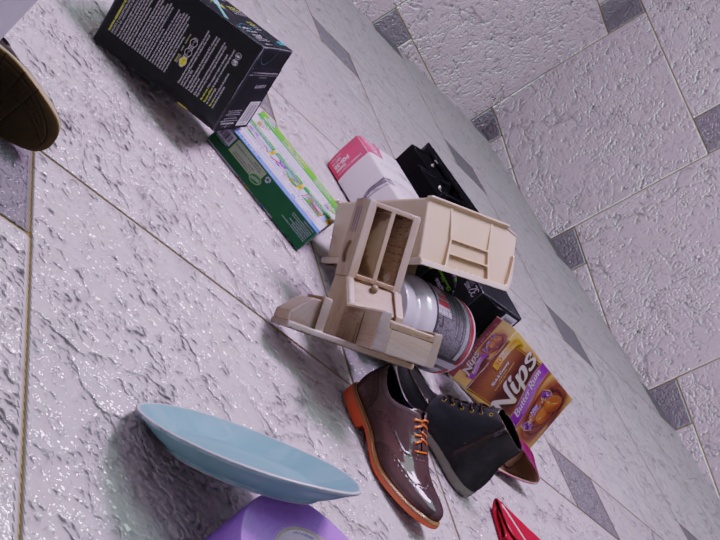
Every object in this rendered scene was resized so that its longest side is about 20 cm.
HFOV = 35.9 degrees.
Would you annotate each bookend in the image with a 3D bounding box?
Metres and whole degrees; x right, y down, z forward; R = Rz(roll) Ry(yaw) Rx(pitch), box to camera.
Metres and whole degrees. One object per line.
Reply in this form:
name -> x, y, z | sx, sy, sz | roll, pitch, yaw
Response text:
bookend -> 0.129, -0.183, 2.312 | 0.201, 0.092, 0.198 | 57, 17, 21

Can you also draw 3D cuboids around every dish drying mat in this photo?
dish drying mat -> 0.246, 0.388, 1.504 | 0.200, 0.018, 0.077 | 44, 16, -26

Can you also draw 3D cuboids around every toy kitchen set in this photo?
toy kitchen set -> 0.000, 0.000, 1.292 | 0.161, 0.184, 0.200 | 19, -4, -20

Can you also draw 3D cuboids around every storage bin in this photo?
storage bin -> 0.086, -0.033, 1.568 | 0.197, 0.198, 0.096 | 17, 78, -42

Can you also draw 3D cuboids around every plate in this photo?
plate -> -0.094, 0.154, 0.909 | 0.197, 0.026, 0.200 | 22, -2, 1

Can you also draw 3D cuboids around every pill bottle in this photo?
pill bottle -> 0.071, 0.069, 1.538 | 0.199, 0.115, 0.117 | 27, 28, -57

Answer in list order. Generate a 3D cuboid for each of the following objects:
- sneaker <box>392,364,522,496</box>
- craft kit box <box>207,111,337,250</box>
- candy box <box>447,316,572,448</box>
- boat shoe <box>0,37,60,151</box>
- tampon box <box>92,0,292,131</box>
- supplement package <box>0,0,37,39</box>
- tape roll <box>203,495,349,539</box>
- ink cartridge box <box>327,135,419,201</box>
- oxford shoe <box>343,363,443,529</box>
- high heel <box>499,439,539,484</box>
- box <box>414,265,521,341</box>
sneaker -> 0.128, 0.183, 1.461 | 0.201, 0.106, 0.075 | 57, 17, 19
craft kit box -> -0.116, -0.135, 1.602 | 0.201, 0.048, 0.198 | 51, 18, -2
candy box -> 0.230, 0.178, 1.693 | 0.200, 0.117, 0.056 | 47, -7, -36
boat shoe -> -0.349, -0.197, 1.022 | 0.200, 0.073, 0.065 | 47, 21, -15
tampon box -> -0.215, -0.294, 1.448 | 0.199, 0.127, 0.150 | 37, 14, 5
supplement package -> -0.347, -0.222, 0.843 | 0.111, 0.199, 0.156 | 51, 16, 4
tape roll -> -0.044, 0.274, 0.851 | 0.200, 0.065, 0.201 | 46, 17, -18
ink cartridge box -> 0.046, -0.121, 1.954 | 0.146, 0.082, 0.202 | 27, 28, -56
oxford shoe -> 0.049, 0.197, 1.269 | 0.071, 0.072, 0.202 | 25, 30, -57
high heel -> 0.207, 0.265, 1.582 | 0.096, 0.067, 0.200 | 45, 0, 20
box -> 0.130, 0.028, 1.736 | 0.124, 0.148, 0.202 | 32, 24, -46
